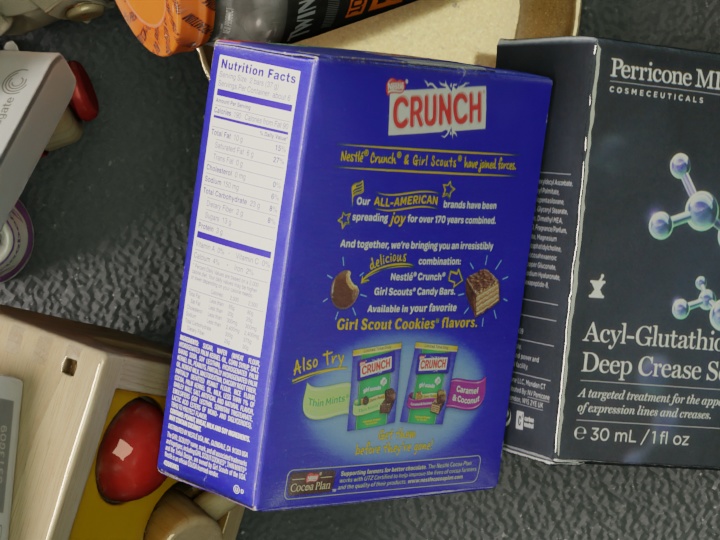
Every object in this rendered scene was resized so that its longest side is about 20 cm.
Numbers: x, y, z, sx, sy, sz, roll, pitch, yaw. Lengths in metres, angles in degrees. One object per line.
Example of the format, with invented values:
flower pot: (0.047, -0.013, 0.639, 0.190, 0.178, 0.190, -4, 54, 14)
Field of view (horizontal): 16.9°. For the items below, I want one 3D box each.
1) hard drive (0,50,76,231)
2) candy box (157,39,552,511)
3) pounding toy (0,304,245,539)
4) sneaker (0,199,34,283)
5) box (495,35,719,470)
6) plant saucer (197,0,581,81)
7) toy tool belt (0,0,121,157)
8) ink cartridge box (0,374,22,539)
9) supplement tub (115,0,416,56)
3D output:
hard drive: (-0.246, -0.052, 1.140, 0.199, 0.027, 0.133, 5, 52, 25)
candy box: (0.000, 0.000, 1.117, 0.168, 0.077, 0.202, 1, 101, -47)
pounding toy: (-0.107, 0.104, 1.166, 0.141, 0.200, 0.185, 18, 91, 30)
sneaker: (-0.261, -0.030, 1.181, 0.199, 0.114, 0.073, 4, 93, -3)
box: (0.144, -0.007, 1.192, 0.147, 0.107, 0.202, 4, 92, -24)
plant saucer: (0.012, -0.139, 1.233, 0.198, 0.035, 0.202, 0, 92, -5)
toy tool belt: (-0.139, -0.168, 1.182, 0.122, 0.125, 0.201, -19, 94, 5)
ink cartridge box: (-0.250, 0.123, 1.100, 0.199, 0.047, 0.162, 0, 82, 27)
supplement tub: (-0.018, -0.175, 1.128, 0.199, 0.122, 0.123, -22, 93, -21)
